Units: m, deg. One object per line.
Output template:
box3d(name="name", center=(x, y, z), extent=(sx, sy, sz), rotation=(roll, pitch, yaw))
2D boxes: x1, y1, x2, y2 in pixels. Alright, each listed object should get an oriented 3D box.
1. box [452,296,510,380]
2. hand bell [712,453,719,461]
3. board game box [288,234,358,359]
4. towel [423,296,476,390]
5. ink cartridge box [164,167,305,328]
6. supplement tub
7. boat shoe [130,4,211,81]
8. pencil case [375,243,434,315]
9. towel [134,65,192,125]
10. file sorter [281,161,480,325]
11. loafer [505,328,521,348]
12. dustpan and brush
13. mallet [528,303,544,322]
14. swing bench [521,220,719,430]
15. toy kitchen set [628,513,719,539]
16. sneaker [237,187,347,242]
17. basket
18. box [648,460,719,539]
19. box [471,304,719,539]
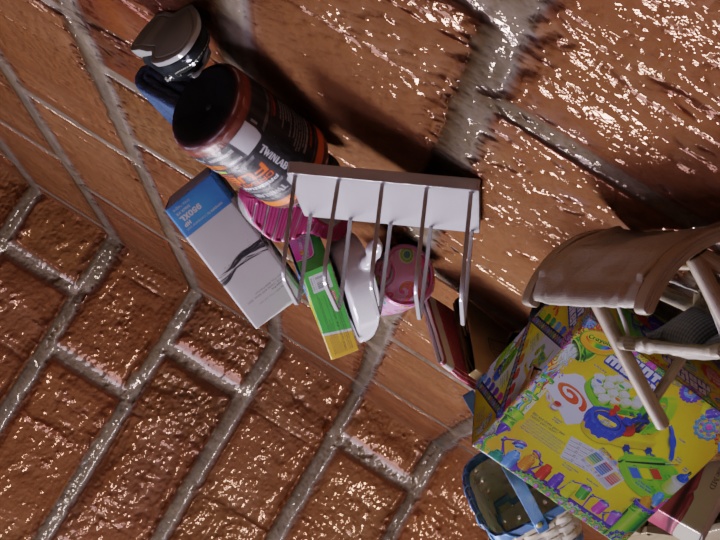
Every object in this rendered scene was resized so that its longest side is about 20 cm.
box3d(name="box", center=(0.208, 0.138, 1.751), extent=(0.199, 0.021, 0.164), rotation=(38, -157, -25))
box3d(name="hand bell", center=(0.375, 0.227, 1.616), extent=(0.196, 0.106, 0.104), rotation=(-1, 168, -1))
box3d(name="board game box", center=(-0.063, -0.004, 1.709), extent=(0.201, 0.040, 0.154), rotation=(-115, 6, -51))
box3d(name="towel", center=(0.159, 0.124, 1.740), extent=(0.199, 0.023, 0.145), rotation=(35, -156, -31))
box3d(name="ink cartridge box", center=(-0.168, -0.035, 1.730), extent=(0.201, 0.084, 0.145), rotation=(53, -179, -11))
box3d(name="supplement tub", center=(-0.106, -0.137, 1.423), extent=(0.106, 0.108, 0.199), rotation=(21, 173, 45))
box3d(name="boat shoe", center=(-0.187, -0.235, 1.364), extent=(0.060, 0.076, 0.200), rotation=(38, 180, -24))
box3d(name="pencil case", center=(0.040, 0.015, 1.754), extent=(0.087, 0.088, 0.200), rotation=(34, 170, -8))
box3d(name="towel", center=(-0.204, -0.190, 1.651), extent=(0.111, 0.049, 0.200), rotation=(31, 171, 30))
box3d(name="file sorter", center=(0.021, -0.024, 1.353), extent=(0.197, 0.127, 0.139), rotation=(6, 164, 7))
box3d(name="loafer", center=(0.222, 0.146, 1.656), extent=(0.071, 0.073, 0.201), rotation=(34, -163, -23))
box3d(name="dustpan and brush", center=(0.000, 0.000, 1.637), extent=(0.200, 0.056, 0.141), rotation=(90, 160, -74))
box3d(name="mallet", center=(0.269, 0.089, 1.577), extent=(0.065, 0.042, 0.200), rotation=(21, 169, 37))
box3d(name="swing bench", center=(0.275, 0.036, 1.087), extent=(0.200, 0.130, 0.198), rotation=(42, 168, -17))
box3d(name="toy kitchen set", center=(0.413, 0.272, 1.793), extent=(0.198, 0.165, 0.180), rotation=(28, 147, -22))
box3d(name="sneaker", center=(-0.090, -0.086, 1.590), extent=(0.088, 0.082, 0.199), rotation=(34, -167, 32))
box3d(name="basket", center=(0.198, 0.265, 1.651), extent=(0.201, 0.138, 0.177), rotation=(55, -174, -35))
box3d(name="box", center=(0.386, 0.253, 1.696), extent=(0.198, 0.129, 0.109), rotation=(28, 167, 21))
box3d(name="box", center=(0.250, 0.138, 1.333), extent=(0.199, 0.193, 0.122), rotation=(35, -153, -11))
